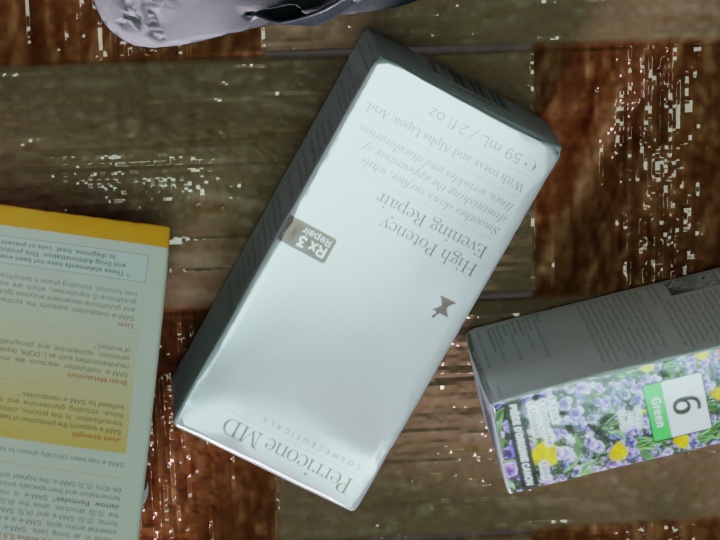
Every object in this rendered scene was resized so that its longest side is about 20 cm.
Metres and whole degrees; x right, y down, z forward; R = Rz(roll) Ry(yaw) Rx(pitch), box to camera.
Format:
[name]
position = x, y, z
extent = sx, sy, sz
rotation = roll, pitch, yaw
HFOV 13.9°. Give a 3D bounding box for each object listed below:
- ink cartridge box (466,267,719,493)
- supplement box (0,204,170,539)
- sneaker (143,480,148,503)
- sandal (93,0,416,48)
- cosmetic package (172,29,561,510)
[ink cartridge box]
position = 0.154, 0.042, 1.381
extent = 0.199, 0.109, 0.051
rotation = -13, 107, 0
[supplement box]
position = -0.158, 0.076, 1.332
extent = 0.125, 0.074, 0.201
rotation = 8, 66, -6
[sneaker]
position = -0.203, 0.122, 1.398
extent = 0.199, 0.074, 0.080
rotation = 8, 109, -6
[sandal]
position = -0.025, -0.138, 1.324
extent = 0.199, 0.043, 0.076
rotation = -17, 118, 16
[cosmetic package]
position = 0.000, 0.000, 1.377
extent = 0.101, 0.074, 0.201
rotation = 26, 102, -11
